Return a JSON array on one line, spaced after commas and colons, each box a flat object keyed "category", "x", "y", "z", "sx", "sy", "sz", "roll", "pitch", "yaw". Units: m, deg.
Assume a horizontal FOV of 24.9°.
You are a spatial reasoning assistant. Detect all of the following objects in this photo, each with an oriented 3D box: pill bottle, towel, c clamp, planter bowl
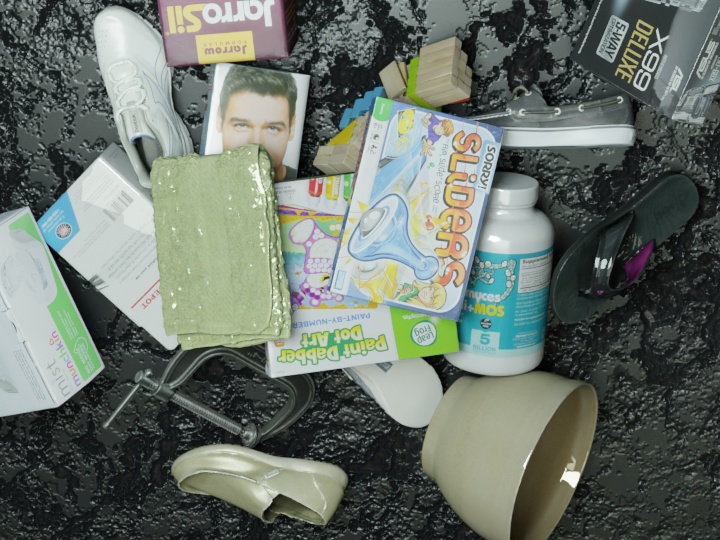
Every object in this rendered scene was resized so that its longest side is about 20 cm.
[{"category": "pill bottle", "x": 0.145, "y": 0.001, "z": 1.710, "sx": 0.111, "sy": 0.111, "sz": 0.200, "roll": 4, "pitch": 108, "yaw": 3}, {"category": "towel", "x": -0.140, "y": -0.021, "z": 1.622, "sx": 0.148, "sy": 0.036, "sz": 0.200, "roll": -5, "pitch": 95, "yaw": 28}, {"category": "c clamp", "x": -0.157, "y": 0.139, "z": 1.799, "sx": 0.200, "sy": 0.027, "sz": 0.171, "roll": 26, "pitch": 111, "yaw": -28}, {"category": "planter bowl", "x": 0.150, "y": 0.190, "z": 1.745, "sx": 0.135, "sy": 0.200, "sz": 0.200, "roll": 21, "pitch": 111, "yaw": 25}]

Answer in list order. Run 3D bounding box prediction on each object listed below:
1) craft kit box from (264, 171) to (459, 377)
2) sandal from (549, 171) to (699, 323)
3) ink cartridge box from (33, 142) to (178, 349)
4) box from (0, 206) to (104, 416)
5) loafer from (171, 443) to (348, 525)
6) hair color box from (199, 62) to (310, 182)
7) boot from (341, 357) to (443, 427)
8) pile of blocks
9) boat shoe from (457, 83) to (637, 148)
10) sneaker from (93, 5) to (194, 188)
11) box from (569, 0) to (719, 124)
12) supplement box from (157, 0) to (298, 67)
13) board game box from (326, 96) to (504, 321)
[{"category": "craft kit box", "x": -0.009, "y": -0.002, "z": 1.662, "sx": 0.200, "sy": 0.049, "sz": 0.198, "roll": -8, "pitch": 97, "yaw": -9}, {"category": "sandal", "x": 0.275, "y": -0.023, "z": 1.693, "sx": 0.200, "sy": 0.048, "sz": 0.075, "roll": -46, "pitch": 117, "yaw": 1}, {"category": "ink cartridge box", "x": -0.237, "y": -0.025, "z": 1.755, "sx": 0.200, "sy": 0.067, "sz": 0.116, "roll": 44, "pitch": 106, "yaw": -10}, {"category": "box", "x": -0.402, "y": 0.052, "z": 1.747, "sx": 0.176, "sy": 0.097, "sz": 0.200, "roll": -13, "pitch": 108, "yaw": 33}, {"category": "loafer", "x": -0.115, "y": 0.243, "z": 1.822, "sx": 0.200, "sy": 0.068, "sz": 0.076, "roll": 5, "pitch": 147, "yaw": 2}, {"category": "hair color box", "x": -0.117, "y": -0.110, "z": 1.687, "sx": 0.099, "sy": 0.061, "sz": 0.200, "roll": 7, "pitch": 94, "yaw": -10}, {"category": "boot", "x": 0.012, "y": 0.091, "z": 1.779, "sx": 0.073, "sy": 0.090, "sz": 0.200, "roll": -45, "pitch": 128, "yaw": -6}, {"category": "pile of blocks", "x": 0.042, "y": -0.162, "z": 1.697, "sx": 0.200, "sy": 0.082, "sz": 0.062, "roll": -35, "pitch": 135, "yaw": 22}, {"category": "boat shoe", "x": 0.184, "y": -0.160, "z": 1.679, "sx": 0.200, "sy": 0.070, "sz": 0.066, "roll": 0, "pitch": 91, "yaw": 8}, {"category": "sneaker", "x": -0.227, "y": -0.178, "z": 1.693, "sx": 0.074, "sy": 0.087, "sz": 0.200, "roll": -17, "pitch": 105, "yaw": 12}, {"category": "box", "x": 0.306, "y": -0.264, "z": 1.587, "sx": 0.050, "sy": 0.158, "sz": 0.200, "roll": 5, "pitch": 115, "yaw": -39}, {"category": "supplement box", "x": -0.140, "y": -0.314, "z": 1.631, "sx": 0.131, "sy": 0.103, "sz": 0.200, "roll": -5, "pitch": 109, "yaw": 5}, {"category": "board game box", "x": 0.055, "y": -0.061, "z": 1.628, "sx": 0.135, "sy": 0.034, "sz": 0.200, "roll": 13, "pitch": 92, "yaw": -8}]
